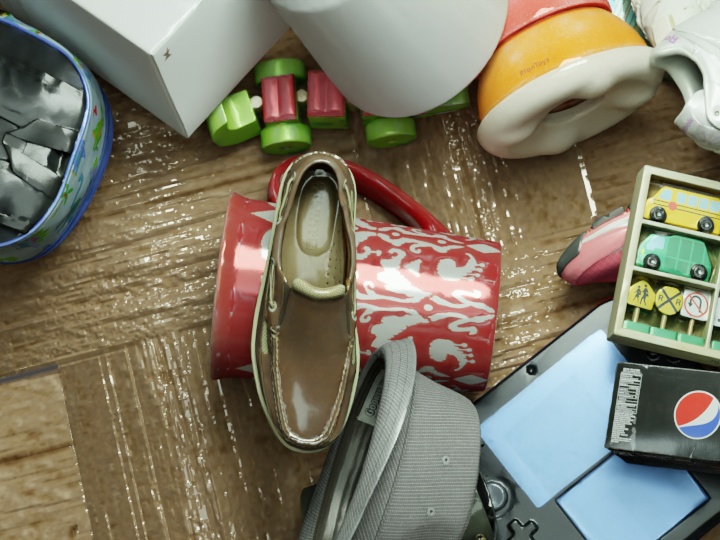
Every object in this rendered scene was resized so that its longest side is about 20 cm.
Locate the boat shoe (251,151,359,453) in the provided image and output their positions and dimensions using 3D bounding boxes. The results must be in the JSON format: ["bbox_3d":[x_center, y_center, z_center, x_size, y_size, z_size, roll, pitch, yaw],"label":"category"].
[{"bbox_3d":[-0.036,0.020,1.564,0.074,0.075,0.204,0,85,-5],"label":"boat shoe"}]

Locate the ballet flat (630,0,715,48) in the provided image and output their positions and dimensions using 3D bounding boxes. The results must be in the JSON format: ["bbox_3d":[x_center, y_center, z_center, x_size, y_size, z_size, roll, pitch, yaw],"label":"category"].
[{"bbox_3d":[0.251,-0.155,1.686,0.071,0.072,0.201,-34,83,-3],"label":"ballet flat"}]

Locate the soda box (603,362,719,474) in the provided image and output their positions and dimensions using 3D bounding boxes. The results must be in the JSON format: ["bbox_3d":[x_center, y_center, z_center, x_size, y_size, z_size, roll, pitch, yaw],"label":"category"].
[{"bbox_3d":[0.274,0.109,1.600,0.198,0.071,0.064,6,79,21],"label":"soda box"}]

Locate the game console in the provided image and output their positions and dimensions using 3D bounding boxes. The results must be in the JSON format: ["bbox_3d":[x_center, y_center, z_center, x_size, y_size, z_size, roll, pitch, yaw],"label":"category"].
[{"bbox_3d":[0.172,0.135,1.672,0.199,0.031,0.177,-38,72,-3],"label":"game console"}]

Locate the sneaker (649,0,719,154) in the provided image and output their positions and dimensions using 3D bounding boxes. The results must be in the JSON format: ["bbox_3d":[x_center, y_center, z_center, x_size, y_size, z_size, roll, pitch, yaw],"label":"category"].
[{"bbox_3d":[0.275,-0.092,1.614,0.099,0.075,0.201,-27,72,-19],"label":"sneaker"}]

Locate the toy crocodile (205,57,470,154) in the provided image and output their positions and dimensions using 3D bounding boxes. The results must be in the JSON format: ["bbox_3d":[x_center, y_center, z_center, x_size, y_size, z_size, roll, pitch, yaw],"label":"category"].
[{"bbox_3d":[-0.018,-0.127,1.722,0.198,0.062,0.068,-5,80,1],"label":"toy crocodile"}]

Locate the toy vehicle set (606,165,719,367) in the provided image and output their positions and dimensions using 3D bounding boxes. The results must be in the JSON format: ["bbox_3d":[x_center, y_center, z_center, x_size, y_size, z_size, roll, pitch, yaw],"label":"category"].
[{"bbox_3d":[0.280,0.010,1.634,0.198,0.027,0.125,13,77,-4],"label":"toy vehicle set"}]

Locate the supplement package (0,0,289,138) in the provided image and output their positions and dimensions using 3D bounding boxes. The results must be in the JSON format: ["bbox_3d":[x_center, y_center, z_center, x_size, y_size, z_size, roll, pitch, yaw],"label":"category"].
[{"bbox_3d":[-0.170,-0.214,1.684,0.199,0.120,0.121,36,74,24],"label":"supplement package"}]

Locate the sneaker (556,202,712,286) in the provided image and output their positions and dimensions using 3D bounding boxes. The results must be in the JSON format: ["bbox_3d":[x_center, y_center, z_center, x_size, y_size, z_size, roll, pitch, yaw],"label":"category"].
[{"bbox_3d":[0.242,-0.006,1.674,0.198,0.074,0.088,-11,71,-2],"label":"sneaker"}]

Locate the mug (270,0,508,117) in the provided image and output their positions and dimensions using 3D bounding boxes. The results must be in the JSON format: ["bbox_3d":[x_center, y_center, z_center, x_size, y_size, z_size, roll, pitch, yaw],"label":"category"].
[{"bbox_3d":[0.000,-0.221,1.626,0.149,0.153,0.188,-26,57,21],"label":"mug"}]

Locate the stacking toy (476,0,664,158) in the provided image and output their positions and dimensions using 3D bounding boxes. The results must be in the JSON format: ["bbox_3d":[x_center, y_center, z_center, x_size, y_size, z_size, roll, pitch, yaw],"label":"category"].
[{"bbox_3d":[0.123,-0.196,1.691,0.145,0.146,0.201,-21,75,-1],"label":"stacking toy"}]

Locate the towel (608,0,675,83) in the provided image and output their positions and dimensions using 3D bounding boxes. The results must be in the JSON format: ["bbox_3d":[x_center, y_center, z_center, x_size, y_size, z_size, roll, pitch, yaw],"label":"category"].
[{"bbox_3d":[0.232,-0.219,1.748,0.199,0.022,0.148,25,83,5],"label":"towel"}]

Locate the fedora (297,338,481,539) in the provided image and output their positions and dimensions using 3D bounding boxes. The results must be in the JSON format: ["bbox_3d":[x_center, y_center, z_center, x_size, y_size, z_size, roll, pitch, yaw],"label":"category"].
[{"bbox_3d":[0.024,0.151,1.569,0.090,0.177,0.202,21,75,-8],"label":"fedora"}]

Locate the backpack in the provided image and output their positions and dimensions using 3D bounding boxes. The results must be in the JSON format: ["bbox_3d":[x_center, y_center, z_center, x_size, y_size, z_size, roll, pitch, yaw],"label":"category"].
[{"bbox_3d":[-0.283,-0.099,1.686,0.198,0.147,0.184,20,82,11],"label":"backpack"}]

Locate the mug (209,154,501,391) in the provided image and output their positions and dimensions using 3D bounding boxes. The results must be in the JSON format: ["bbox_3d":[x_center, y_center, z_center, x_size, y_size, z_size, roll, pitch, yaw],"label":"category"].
[{"bbox_3d":[0.000,0.001,1.667,0.198,0.133,0.179,7,82,0],"label":"mug"}]

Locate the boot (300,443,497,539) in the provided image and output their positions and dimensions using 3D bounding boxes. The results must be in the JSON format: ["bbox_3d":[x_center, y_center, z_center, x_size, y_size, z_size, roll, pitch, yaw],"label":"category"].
[{"bbox_3d":[0.046,0.230,1.635,0.137,0.077,0.202,-19,80,14],"label":"boot"}]
